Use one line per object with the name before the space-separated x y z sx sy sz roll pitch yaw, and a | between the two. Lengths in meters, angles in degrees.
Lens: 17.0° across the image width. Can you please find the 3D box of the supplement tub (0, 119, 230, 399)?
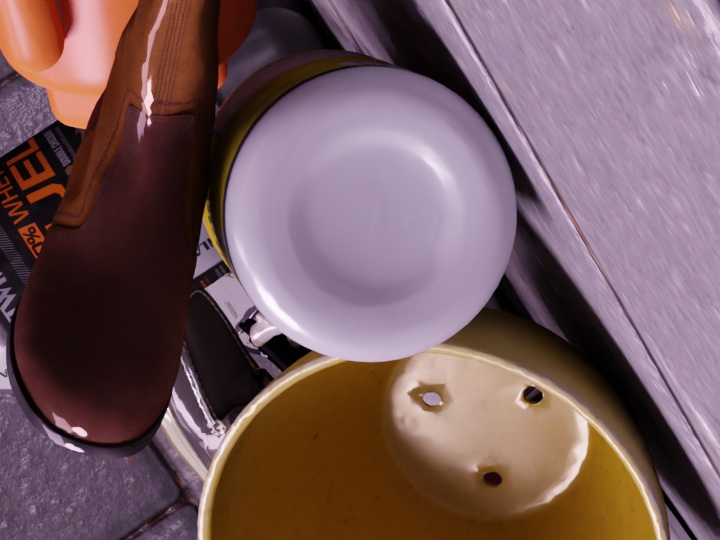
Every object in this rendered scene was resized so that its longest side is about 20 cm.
supplement tub | -0.158 -0.014 1.312 0.123 0.200 0.123 55 177 5

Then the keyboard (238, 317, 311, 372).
keyboard | 0.016 0.100 1.232 0.200 0.040 0.104 42 -168 36

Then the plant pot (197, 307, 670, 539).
plant pot | 0.043 0.094 1.051 0.200 0.199 0.142 57 -157 -13

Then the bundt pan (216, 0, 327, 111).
bundt pan | -0.043 -0.088 1.309 0.202 0.076 0.202 56 178 3

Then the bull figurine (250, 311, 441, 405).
bull figurine | 0.000 0.000 1.181 0.065 0.121 0.201 -45 -55 -56

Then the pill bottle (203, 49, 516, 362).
pill bottle | -0.009 -0.033 0.982 0.112 0.112 0.200 57 177 -11

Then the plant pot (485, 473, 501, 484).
plant pot | 0.030 0.182 1.374 0.176 0.200 0.200 29 -162 -47

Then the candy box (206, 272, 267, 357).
candy box | -0.030 -0.002 1.476 0.200 0.061 0.137 16 -149 -51

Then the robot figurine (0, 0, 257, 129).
robot figurine | -0.105 -0.154 1.002 0.117 0.143 0.201 46 151 47

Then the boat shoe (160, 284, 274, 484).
boat shoe | -0.051 0.090 1.250 0.072 0.066 0.202 -50 -55 -52

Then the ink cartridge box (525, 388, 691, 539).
ink cartridge box | 0.144 0.155 1.205 0.198 0.043 0.200 55 178 13

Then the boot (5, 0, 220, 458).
boot | -0.069 -0.054 0.883 0.189 0.068 0.200 -74 5 -49

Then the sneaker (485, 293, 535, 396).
sneaker | 0.046 0.048 1.304 0.071 0.080 0.200 58 172 -17
